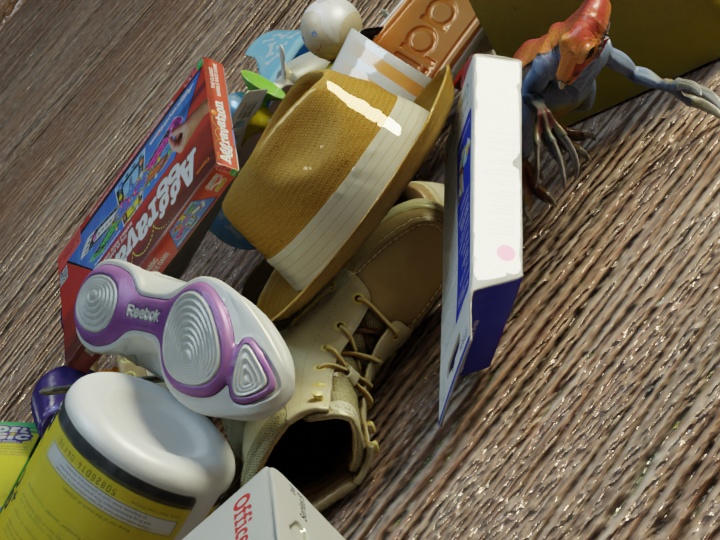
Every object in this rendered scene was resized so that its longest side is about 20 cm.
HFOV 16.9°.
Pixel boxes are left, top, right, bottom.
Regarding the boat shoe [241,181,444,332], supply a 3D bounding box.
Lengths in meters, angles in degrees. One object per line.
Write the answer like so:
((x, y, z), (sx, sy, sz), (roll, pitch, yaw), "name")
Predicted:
((0.000, 0.000, 1.595), (0.064, 0.072, 0.200), (-12, -12, -47), "boat shoe")

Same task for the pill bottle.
((-0.165, 0.169, 1.445), (0.201, 0.112, 0.112), (-60, 14, 18), "pill bottle")

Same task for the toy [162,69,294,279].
((-0.122, -0.052, 1.656), (0.200, 0.047, 0.115), (-54, -9, 16), "toy")

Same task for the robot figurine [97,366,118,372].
((-0.172, 0.121, 1.700), (0.145, 0.058, 0.200), (-50, 18, -14), "robot figurine")

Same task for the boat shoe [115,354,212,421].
((-0.132, 0.102, 1.567), (0.066, 0.074, 0.201), (-14, 40, 7), "boat shoe")

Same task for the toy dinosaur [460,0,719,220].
((0.107, -0.112, 1.437), (0.105, 0.200, 0.182), (-38, -31, -25), "toy dinosaur")

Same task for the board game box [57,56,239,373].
((-0.142, -0.035, 1.583), (0.200, 0.019, 0.103), (-51, 35, 33), "board game box")

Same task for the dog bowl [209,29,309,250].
((-0.057, -0.107, 1.861), (0.049, 0.112, 0.200), (-14, 34, 45), "dog bowl")

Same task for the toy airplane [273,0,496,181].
((0.019, -0.146, 1.726), (0.200, 0.141, 0.199), (-37, 20, 17), "toy airplane")

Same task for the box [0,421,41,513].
((-0.273, 0.146, 1.585), (0.116, 0.049, 0.200), (1, 18, 4), "box")

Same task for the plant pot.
((0.164, -0.241, 1.561), (0.200, 0.176, 0.200), (-22, 29, 49), "plant pot")

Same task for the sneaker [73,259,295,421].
((-0.087, 0.041, 1.454), (0.200, 0.099, 0.075), (25, 95, 51), "sneaker")

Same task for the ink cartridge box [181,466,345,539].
((-0.089, 0.218, 1.266), (0.200, 0.084, 0.146), (-41, 18, 11), "ink cartridge box")

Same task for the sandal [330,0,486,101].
((0.025, -0.141, 1.591), (0.207, 0.079, 0.059), (-57, -20, -11), "sandal")

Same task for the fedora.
((-0.025, -0.062, 1.467), (0.201, 0.082, 0.201), (-52, 9, 12), "fedora")

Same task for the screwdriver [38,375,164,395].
((-0.104, 0.070, 1.532), (0.199, 0.029, 0.028), (-11, -4, -18), "screwdriver")

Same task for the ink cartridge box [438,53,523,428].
((0.068, -0.017, 1.389), (0.095, 0.037, 0.201), (105, 172, -55), "ink cartridge box")

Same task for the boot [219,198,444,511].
((-0.005, 0.056, 1.453), (0.200, 0.073, 0.156), (-44, 18, 9), "boot")

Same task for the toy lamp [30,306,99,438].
((-0.192, 0.070, 1.673), (0.058, 0.058, 0.200), (-40, 15, 15), "toy lamp")
